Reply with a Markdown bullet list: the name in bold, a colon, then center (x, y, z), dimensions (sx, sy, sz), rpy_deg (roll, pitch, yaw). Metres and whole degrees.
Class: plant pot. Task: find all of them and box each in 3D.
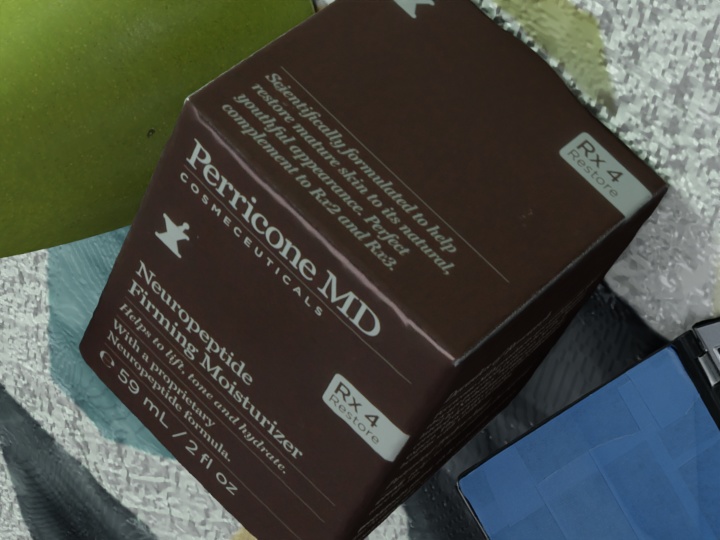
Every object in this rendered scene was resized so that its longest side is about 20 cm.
- **plant pot**: center (-0.151, -0.087, 1.106), dimensions (0.186, 0.200, 0.188), rpy_deg (26, 135, 29)

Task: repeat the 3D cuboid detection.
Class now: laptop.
- **laptop**: center (0.181, 0.124, 0.996), dimensions (0.199, 0.116, 0.188), rpy_deg (-20, 104, 51)

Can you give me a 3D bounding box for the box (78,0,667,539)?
- **box**: center (0.000, 0.000, 1.046), dimensions (0.166, 0.164, 0.200), rpy_deg (44, 141, 12)
